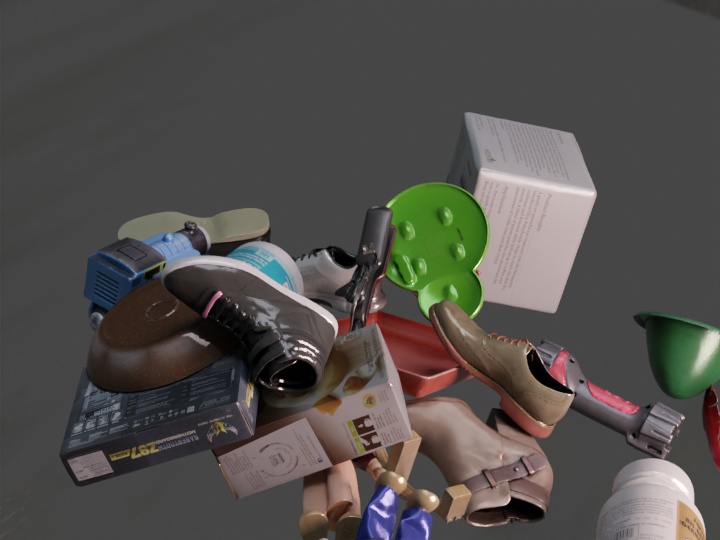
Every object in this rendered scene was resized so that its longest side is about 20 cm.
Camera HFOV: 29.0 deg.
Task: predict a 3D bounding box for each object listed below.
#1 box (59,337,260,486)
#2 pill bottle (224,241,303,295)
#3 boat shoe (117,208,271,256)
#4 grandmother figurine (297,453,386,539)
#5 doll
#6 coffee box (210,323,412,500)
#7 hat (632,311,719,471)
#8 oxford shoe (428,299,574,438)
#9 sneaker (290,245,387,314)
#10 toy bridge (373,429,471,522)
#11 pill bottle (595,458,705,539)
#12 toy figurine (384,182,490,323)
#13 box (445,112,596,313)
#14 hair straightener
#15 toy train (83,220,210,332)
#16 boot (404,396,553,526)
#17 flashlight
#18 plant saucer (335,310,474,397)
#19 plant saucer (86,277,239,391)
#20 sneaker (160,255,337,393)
[{"bbox_3d":[-0.205,0.136,1.456,0.199,0.051,0.158,-17,31,8],"label":"box"},{"bbox_3d":[-0.158,0.048,1.654,0.110,0.111,0.200,24,31,17],"label":"pill bottle"},{"bbox_3d":[-0.217,-0.038,1.828,0.200,0.063,0.074,-3,42,-3],"label":"boat shoe"},{"bbox_3d":[-0.030,0.209,1.494,0.120,0.061,0.200,14,31,-15],"label":"grandmother figurine"},{"bbox_3d":[0.017,0.292,1.354,0.136,0.049,0.201,30,44,-11],"label":"doll"},{"bbox_3d":[-0.056,0.148,1.470,0.199,0.080,0.115,-21,30,4],"label":"coffee box"},{"bbox_3d":[0.410,0.161,1.806,0.165,0.177,0.200,18,-8,10],"label":"hat"},{"bbox_3d":[0.163,0.095,1.587,0.200,0.075,0.070,44,28,13],"label":"oxford shoe"},{"bbox_3d":[-0.060,0.000,1.785,0.199,0.081,0.074,6,27,19],"label":"sneaker"},{"bbox_3d":[0.044,0.206,1.518,0.027,0.068,0.200,-10,39,-36],"label":"toy bridge"},{"bbox_3d":[0.300,0.288,1.444,0.114,0.115,0.200,17,30,5],"label":"pill bottle"},{"bbox_3d":[0.113,0.016,1.788,0.149,0.184,0.201,-21,62,4],"label":"toy figurine"},{"bbox_3d":[0.209,-0.083,1.947,0.170,0.200,0.200,10,30,-8],"label":"box"},{"bbox_3d":[0.000,0.000,1.654,0.041,0.077,0.201,9,54,18],"label":"hair straightener"},{"bbox_3d":[-0.248,0.010,1.675,0.086,0.115,0.200,29,33,24],"label":"toy train"},{"bbox_3d":[0.114,0.216,1.542,0.198,0.071,0.147,-1,43,-4],"label":"boot"},{"bbox_3d":[0.300,0.156,1.717,0.199,0.068,0.068,25,28,20],"label":"flashlight"},{"bbox_3d":[0.045,0.101,1.666,0.199,0.037,0.200,16,16,31],"label":"plant saucer"},{"bbox_3d":[-0.210,0.055,1.508,0.199,0.037,0.201,-15,29,9],"label":"plant saucer"},{"bbox_3d":[-0.113,0.057,1.414,0.199,0.071,0.100,25,36,-18],"label":"sneaker"}]
